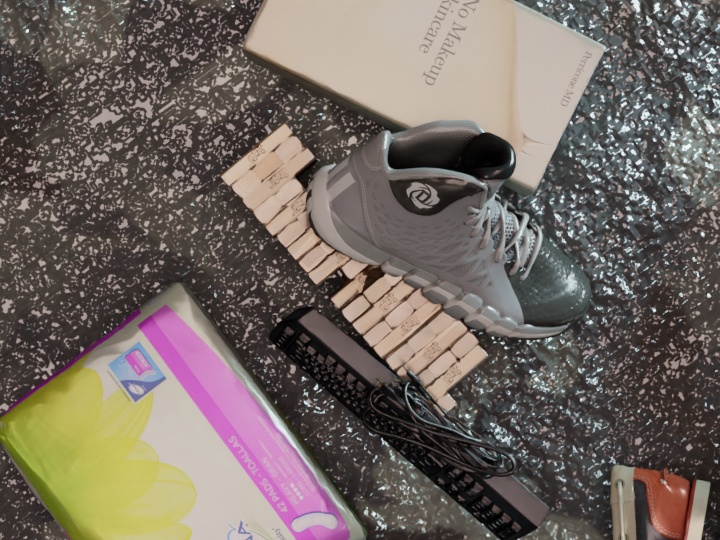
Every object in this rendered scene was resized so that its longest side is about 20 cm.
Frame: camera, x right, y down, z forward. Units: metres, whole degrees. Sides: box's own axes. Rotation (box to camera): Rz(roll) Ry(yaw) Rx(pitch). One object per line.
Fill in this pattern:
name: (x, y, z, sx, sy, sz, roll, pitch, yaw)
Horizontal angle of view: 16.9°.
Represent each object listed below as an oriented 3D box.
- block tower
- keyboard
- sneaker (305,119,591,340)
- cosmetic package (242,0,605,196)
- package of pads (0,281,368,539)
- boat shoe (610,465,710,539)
block tower: (0.000, 0.000, 1.500, 0.058, 0.054, 0.200, -40, 91, 0)
keyboard: (0.023, 0.100, 1.474, 0.200, 0.104, 0.040, 39, 65, 0)
sneaker: (0.077, -0.028, 1.442, 0.200, 0.115, 0.075, 21, 51, -24)
cosmetic package: (0.038, -0.134, 1.492, 0.200, 0.073, 0.104, 25, 90, 1)
package of pads: (-0.113, 0.130, 1.492, 0.154, 0.068, 0.200, -37, 90, -1)
boat shoe: (0.168, 0.220, 1.493, 0.063, 0.071, 0.200, 11, 88, 6)
